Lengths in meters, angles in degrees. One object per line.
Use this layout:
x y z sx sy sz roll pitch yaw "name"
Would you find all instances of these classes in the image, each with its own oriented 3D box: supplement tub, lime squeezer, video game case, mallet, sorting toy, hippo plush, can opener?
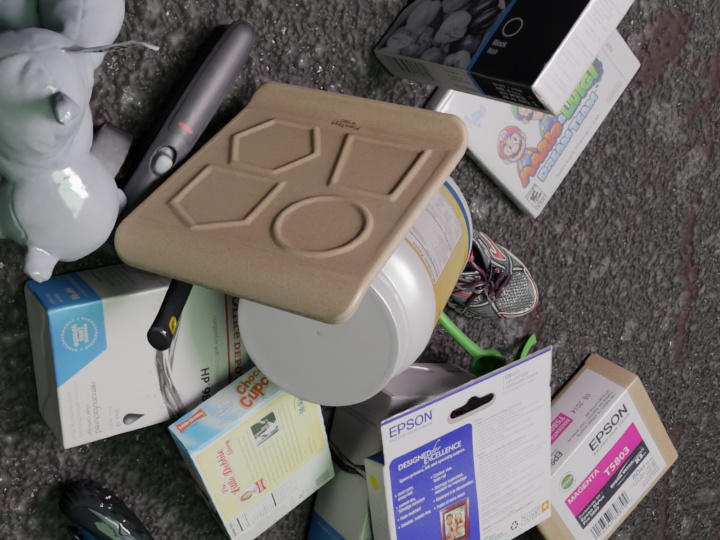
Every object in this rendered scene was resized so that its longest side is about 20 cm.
0.000 0.000 0.734 0.200 0.145 0.145 -55 140 -57 "supplement tub"
0.136 0.081 0.930 0.200 0.038 0.071 18 68 -49 "lime squeezer"
0.175 -0.181 0.914 0.182 0.024 0.200 39 83 -37 "video game case"
-0.120 -0.001 0.692 0.041 0.200 0.066 -6 129 10 "mallet"
-0.043 -0.053 0.652 0.200 0.185 0.036 -56 150 -37 "sorting toy"
-0.200 -0.095 0.613 0.161 0.200 0.159 83 30 -43 "hippo plush"
-0.142 -0.106 0.700 0.200 0.063 0.079 -53 126 -7 "can opener"

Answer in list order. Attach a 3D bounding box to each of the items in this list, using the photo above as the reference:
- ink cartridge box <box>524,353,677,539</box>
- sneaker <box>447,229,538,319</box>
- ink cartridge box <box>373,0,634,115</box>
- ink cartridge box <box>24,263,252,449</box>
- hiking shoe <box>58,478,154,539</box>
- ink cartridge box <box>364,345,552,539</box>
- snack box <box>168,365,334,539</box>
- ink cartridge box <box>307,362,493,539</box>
0.261 0.226 1.086 0.200 0.075 0.165 -45 127 -12 "ink cartridge box"
0.106 0.002 0.901 0.200 0.075 0.081 26 91 -38 "sneaker"
0.133 -0.231 0.760 0.200 0.198 0.043 -54 130 -7 "ink cartridge box"
-0.153 0.052 0.746 0.200 0.067 0.116 -13 114 -31 "ink cartridge box"
-0.202 0.261 0.783 0.087 0.074 0.200 -38 124 -18 "hiking shoe"
0.096 0.182 0.873 0.198 0.047 0.200 -19 115 -28 "ink cartridge box"
-0.086 0.158 0.800 0.116 0.037 0.200 -34 148 -20 "snack box"
0.043 0.198 0.921 0.145 0.084 0.200 4 104 -36 "ink cartridge box"
